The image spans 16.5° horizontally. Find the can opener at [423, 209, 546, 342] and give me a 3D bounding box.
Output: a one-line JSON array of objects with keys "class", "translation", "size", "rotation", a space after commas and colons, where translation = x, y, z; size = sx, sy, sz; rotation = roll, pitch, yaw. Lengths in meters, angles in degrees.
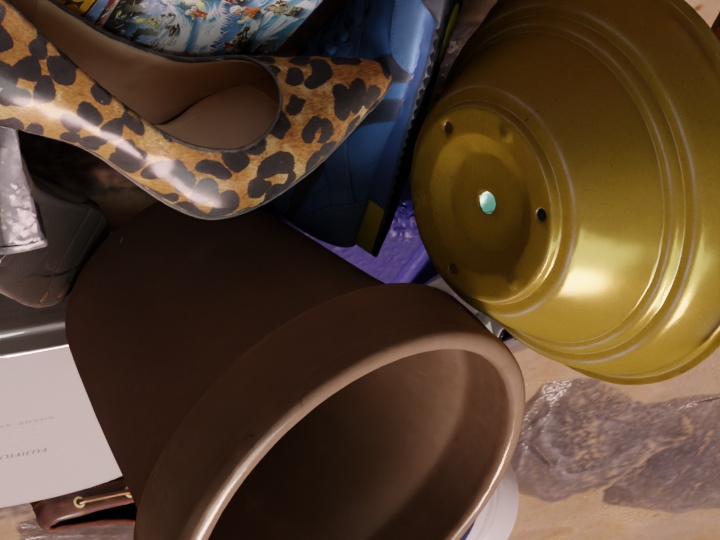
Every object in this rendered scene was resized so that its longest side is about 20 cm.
[{"class": "can opener", "translation": [0.095, -0.004, 1.282], "size": [0.067, 0.053, 0.200], "rotation": [-37, -179, -43]}]

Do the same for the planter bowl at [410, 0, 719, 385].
[{"class": "planter bowl", "translation": [0.082, -0.037, 1.128], "size": [0.083, 0.201, 0.200], "rotation": [-14, 156, -39]}]

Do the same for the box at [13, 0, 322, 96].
[{"class": "box", "translation": [-0.079, -0.135, 1.063], "size": [0.137, 0.040, 0.200], "rotation": [6, 144, -38]}]

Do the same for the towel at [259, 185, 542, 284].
[{"class": "towel", "translation": [0.000, 0.000, 1.349], "size": [0.200, 0.050, 0.148], "rotation": [4, 138, -35]}]

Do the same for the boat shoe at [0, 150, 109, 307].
[{"class": "boat shoe", "translation": [-0.188, -0.038, 1.126], "size": [0.076, 0.072, 0.200], "rotation": [-49, 156, -2]}]

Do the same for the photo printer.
[{"class": "photo printer", "translation": [-0.190, 0.064, 1.324], "size": [0.166, 0.070, 0.200], "rotation": [-9, 151, -15]}]

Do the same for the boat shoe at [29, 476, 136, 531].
[{"class": "boat shoe", "translation": [-0.117, 0.131, 1.488], "size": [0.200, 0.070, 0.070], "rotation": [5, 144, -38]}]

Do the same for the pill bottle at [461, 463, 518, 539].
[{"class": "pill bottle", "translation": [0.009, 0.125, 1.493], "size": [0.120, 0.120, 0.200], "rotation": [-30, 153, 22]}]

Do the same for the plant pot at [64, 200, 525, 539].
[{"class": "plant pot", "translation": [-0.049, 0.057, 1.179], "size": [0.200, 0.175, 0.200], "rotation": [-27, 142, -24]}]

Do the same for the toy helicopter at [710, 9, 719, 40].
[{"class": "toy helicopter", "translation": [0.206, -0.150, 1.142], "size": [0.079, 0.132, 0.200], "rotation": [27, 123, -5]}]

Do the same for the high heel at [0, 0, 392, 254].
[{"class": "high heel", "translation": [-0.079, -0.089, 1.046], "size": [0.200, 0.071, 0.143], "rotation": [-19, 138, -14]}]

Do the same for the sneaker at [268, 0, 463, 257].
[{"class": "sneaker", "translation": [-0.003, -0.092, 1.158], "size": [0.078, 0.066, 0.200], "rotation": [23, 132, 5]}]

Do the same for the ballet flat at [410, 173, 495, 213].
[{"class": "ballet flat", "translation": [0.123, -0.072, 1.270], "size": [0.200, 0.067, 0.070], "rotation": [-10, 135, -19]}]
